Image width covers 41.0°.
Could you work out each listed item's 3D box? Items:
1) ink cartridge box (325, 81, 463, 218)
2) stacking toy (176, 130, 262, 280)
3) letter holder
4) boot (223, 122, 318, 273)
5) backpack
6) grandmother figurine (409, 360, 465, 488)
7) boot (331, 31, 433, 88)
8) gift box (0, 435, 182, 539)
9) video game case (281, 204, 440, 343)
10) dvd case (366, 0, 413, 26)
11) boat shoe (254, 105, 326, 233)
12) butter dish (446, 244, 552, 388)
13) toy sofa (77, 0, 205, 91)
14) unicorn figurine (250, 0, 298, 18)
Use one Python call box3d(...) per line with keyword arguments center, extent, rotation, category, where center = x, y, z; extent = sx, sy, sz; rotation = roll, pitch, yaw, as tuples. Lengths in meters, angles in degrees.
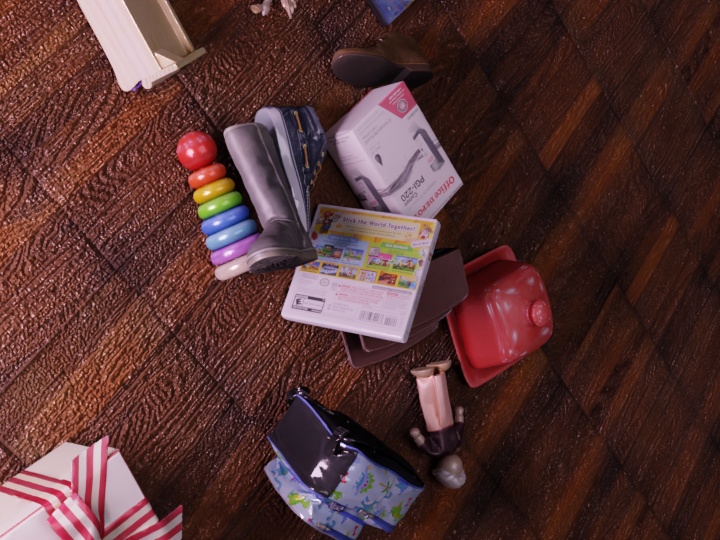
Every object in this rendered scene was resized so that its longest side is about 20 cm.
box3d(center=(0.053, -0.168, 1.503), extent=(0.146, 0.084, 0.201), rotation=(-47, 116, -31), category="ink cartridge box")
box3d(center=(-0.195, -0.092, 1.311), extent=(0.085, 0.085, 0.202), rotation=(-27, 96, -36), category="stacking toy")
box3d(center=(0.070, 0.063, 1.491), extent=(0.199, 0.100, 0.144), rotation=(-23, 103, -37), category="letter holder")
box3d(center=(-0.130, -0.100, 1.275), extent=(0.182, 0.072, 0.202), rotation=(-6, 79, -78), category="boot")
box3d(center=(-0.026, 0.289, 1.352), extent=(0.199, 0.183, 0.148), rotation=(34, 90, -35), category="backpack")
box3d(center=(0.129, 0.254, 1.551), extent=(0.120, 0.060, 0.202), rotation=(-14, 93, -30), category="grandmother figurine")
box3d(center=(0.026, -0.336, 1.516), extent=(0.199, 0.073, 0.076), rotation=(-4, 71, -43), category="boot")
box3d(center=(-0.323, 0.298, 1.103), extent=(0.200, 0.186, 0.186), rotation=(-41, 112, -32), category="gift box")
box3d(center=(0.000, 0.000, 1.385), extent=(0.023, 0.198, 0.184), rotation=(46, 57, -57), category="video game case")
box3d(center=(0.059, -0.512, 1.575), extent=(0.200, 0.017, 0.143), rotation=(-48, 115, -29), category="dvd case")
box3d(center=(-0.086, -0.142, 1.397), extent=(0.090, 0.071, 0.203), rotation=(-14, 94, -36), category="boat shoe")
box3d(center=(0.253, 0.072, 1.605), extent=(0.199, 0.147, 0.202), rotation=(-25, 101, -37), category="butter dish")
box3d(center=(-0.298, -0.341, 1.248), extent=(0.201, 0.097, 0.083), rotation=(62, 30, -17), category="toy sofa")
box3d(center=(-0.158, -0.462, 1.373), extent=(0.200, 0.073, 0.138), rotation=(50, 49, -41), category="unicorn figurine")
